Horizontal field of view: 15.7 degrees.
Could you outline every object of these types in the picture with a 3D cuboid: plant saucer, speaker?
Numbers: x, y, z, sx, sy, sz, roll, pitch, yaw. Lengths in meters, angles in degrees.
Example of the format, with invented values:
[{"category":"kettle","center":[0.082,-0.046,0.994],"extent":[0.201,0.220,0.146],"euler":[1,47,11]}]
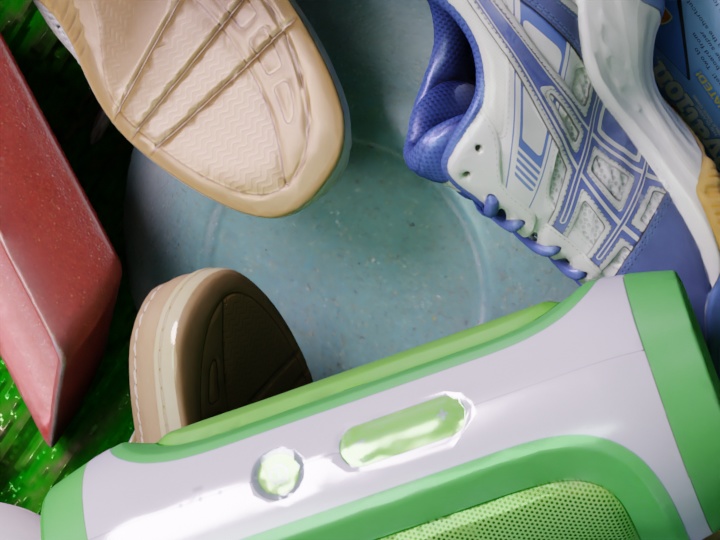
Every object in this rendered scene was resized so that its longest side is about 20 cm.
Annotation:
[{"category":"plant saucer","center":[-0.137,-0.046,0.912],"extent":[0.037,0.200,0.200],"euler":[-27,83,-13]},{"category":"plant saucer","center":[0.000,0.000,0.888],"extent":[0.201,0.039,0.201],"euler":[6,106,22]},{"category":"speaker","center":[0.011,0.067,0.771],"extent":[0.200,0.088,0.088],"euler":[-20,88,8]}]

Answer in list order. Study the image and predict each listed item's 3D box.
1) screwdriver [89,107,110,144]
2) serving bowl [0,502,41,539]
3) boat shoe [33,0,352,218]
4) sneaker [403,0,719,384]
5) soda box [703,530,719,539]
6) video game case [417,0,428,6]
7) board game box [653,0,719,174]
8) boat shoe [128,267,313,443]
[{"category":"screwdriver","center":[-0.053,-0.123,0.898],"extent":[0.029,0.028,0.200],"euler":[49,122,45]},{"category":"serving bowl","center":[-0.089,0.158,0.916],"extent":[0.066,0.200,0.200],"euler":[-33,78,-15]},{"category":"boat shoe","center":[-0.064,-0.087,0.866],"extent":[0.071,0.069,0.200],"euler":[-46,63,6]},{"category":"sneaker","center":[0.058,-0.035,0.805],"extent":[0.088,0.075,0.200],"euler":[-24,107,-9]},{"category":"soda box","center":[0.189,0.032,0.795],"extent":[0.200,0.064,0.068],"euler":[-40,78,26]},{"category":"video game case","center":[-0.010,-0.151,0.897],"extent":[0.200,0.024,0.182],"euler":[-35,81,27]},{"category":"board game box","center":[0.104,-0.094,0.800],"extent":[0.200,0.019,0.103],"euler":[55,150,-1]},{"category":"boat shoe","center":[-0.054,0.078,0.883],"extent":[0.065,0.071,0.200],"euler":[16,136,27]}]
